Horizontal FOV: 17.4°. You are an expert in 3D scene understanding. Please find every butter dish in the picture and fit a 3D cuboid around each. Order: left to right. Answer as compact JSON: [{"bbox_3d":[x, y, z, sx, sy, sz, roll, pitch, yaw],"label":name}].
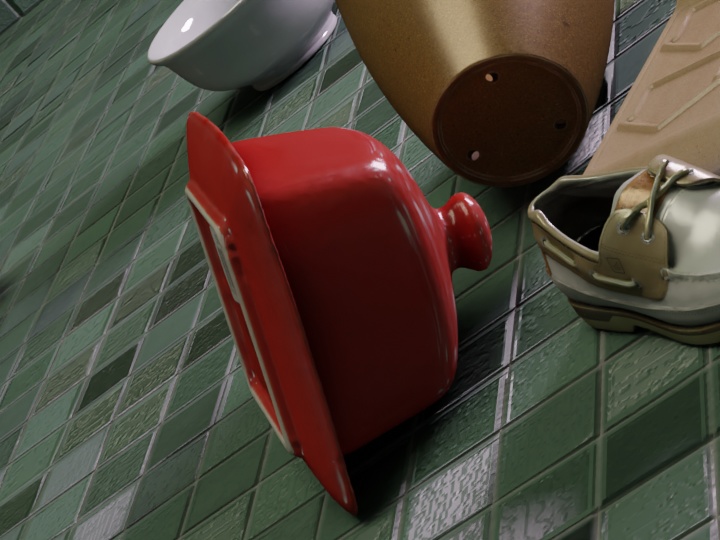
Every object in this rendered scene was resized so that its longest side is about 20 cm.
[{"bbox_3d":[0.000,0.000,1.264,0.147,0.200,0.200,-20,16,-7],"label":"butter dish"}]

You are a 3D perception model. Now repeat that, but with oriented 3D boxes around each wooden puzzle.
[{"bbox_3d":[0.216,-0.115,1.235,0.185,0.046,0.200,-25,29,45],"label":"wooden puzzle"}]

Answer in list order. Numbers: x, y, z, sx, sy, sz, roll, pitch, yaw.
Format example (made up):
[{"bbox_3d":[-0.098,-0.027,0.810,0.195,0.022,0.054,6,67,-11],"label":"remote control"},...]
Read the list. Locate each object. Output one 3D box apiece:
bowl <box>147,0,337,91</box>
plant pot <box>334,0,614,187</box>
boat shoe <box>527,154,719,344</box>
[{"bbox_3d":[-0.085,-0.221,2.059,0.201,0.090,0.201,-38,19,15],"label":"bowl"},{"bbox_3d":[0.076,-0.145,1.425,0.186,0.186,0.200,-36,32,21],"label":"plant pot"},{"bbox_3d":[0.144,-0.013,1.103,0.075,0.068,0.200,-51,19,-23],"label":"boat shoe"}]
